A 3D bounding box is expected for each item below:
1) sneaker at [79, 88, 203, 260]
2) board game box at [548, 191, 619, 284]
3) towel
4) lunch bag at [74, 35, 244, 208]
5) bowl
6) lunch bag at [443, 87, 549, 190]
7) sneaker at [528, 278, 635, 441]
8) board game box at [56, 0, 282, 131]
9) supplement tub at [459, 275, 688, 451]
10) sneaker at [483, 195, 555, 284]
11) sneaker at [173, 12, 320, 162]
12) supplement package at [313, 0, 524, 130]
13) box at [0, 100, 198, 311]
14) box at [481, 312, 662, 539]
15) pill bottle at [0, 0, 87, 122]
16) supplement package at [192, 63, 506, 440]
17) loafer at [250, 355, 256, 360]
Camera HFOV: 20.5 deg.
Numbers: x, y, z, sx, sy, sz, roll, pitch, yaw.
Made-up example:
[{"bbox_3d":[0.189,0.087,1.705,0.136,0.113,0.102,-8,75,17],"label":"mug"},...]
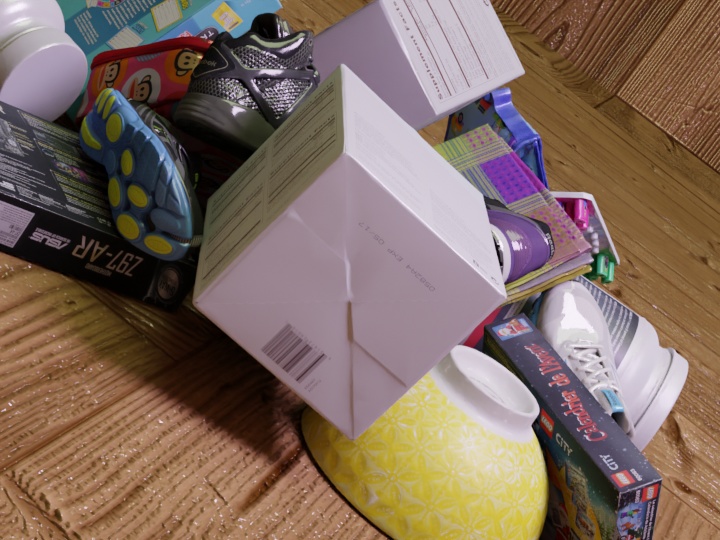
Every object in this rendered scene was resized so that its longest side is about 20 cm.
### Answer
[{"bbox_3d":[-0.146,-0.072,1.457,0.083,0.071,0.200,19,21,-29],"label":"sneaker"},{"bbox_3d":[0.122,-0.028,1.795,0.199,0.026,0.200,1,-17,15],"label":"board game box"},{"bbox_3d":[0.091,-0.038,1.661,0.200,0.143,0.023,-123,-168,-45],"label":"towel"},{"bbox_3d":[-0.130,-0.110,1.628,0.176,0.082,0.200,-6,-27,39],"label":"lunch bag"},{"bbox_3d":[0.068,0.120,1.448,0.200,0.108,0.200,33,18,-12],"label":"bowl"},{"bbox_3d":[0.127,-0.088,1.947,0.094,0.201,0.151,-9,33,-14],"label":"lunch bag"},{"bbox_3d":[0.186,0.100,1.585,0.075,0.087,0.201,-1,75,-23],"label":"sneaker"},{"bbox_3d":[-0.184,-0.218,1.710,0.047,0.200,0.151,56,0,-43],"label":"board game box"},{"bbox_3d":[0.165,0.071,1.710,0.200,0.141,0.140,35,17,-3],"label":"supplement tub"},{"bbox_3d":[0.069,-0.032,1.612,0.087,0.076,0.200,-14,29,-41],"label":"sneaker"},{"bbox_3d":[-0.045,-0.125,1.528,0.199,0.115,0.076,28,-11,-36],"label":"sneaker"},{"bbox_3d":[0.043,-0.188,1.814,0.200,0.117,0.118,-30,94,-57],"label":"supplement package"},{"bbox_3d":[-0.227,-0.058,1.460,0.200,0.044,0.160,22,22,-39],"label":"box"},{"bbox_3d":[0.152,0.146,1.503,0.038,0.137,0.200,-16,43,-21],"label":"box"},{"bbox_3d":[-0.306,-0.202,1.572,0.200,0.112,0.112,45,19,27],"label":"pill bottle"},{"bbox_3d":[-0.009,-0.017,1.392,0.152,0.151,0.200,42,15,-16],"label":"supplement package"},{"bbox_3d":[-0.076,0.024,1.538,0.072,0.063,0.200,62,14,-19],"label":"loafer"}]
